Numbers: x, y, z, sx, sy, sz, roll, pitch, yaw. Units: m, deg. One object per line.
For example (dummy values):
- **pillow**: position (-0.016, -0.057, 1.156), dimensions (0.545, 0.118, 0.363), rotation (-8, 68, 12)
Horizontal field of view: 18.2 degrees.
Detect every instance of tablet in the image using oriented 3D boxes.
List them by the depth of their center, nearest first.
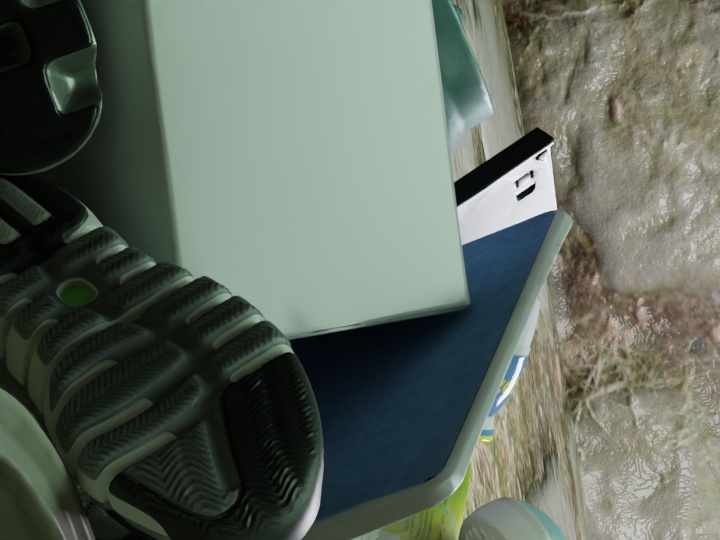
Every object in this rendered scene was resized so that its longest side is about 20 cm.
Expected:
- **tablet**: position (0.002, 0.044, 0.792), dimensions (0.014, 0.130, 0.200), rotation (59, 27, -17)

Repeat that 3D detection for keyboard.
- **keyboard**: position (0.000, 0.000, 0.949), dimensions (0.021, 0.200, 0.127), rotation (47, -17, 31)

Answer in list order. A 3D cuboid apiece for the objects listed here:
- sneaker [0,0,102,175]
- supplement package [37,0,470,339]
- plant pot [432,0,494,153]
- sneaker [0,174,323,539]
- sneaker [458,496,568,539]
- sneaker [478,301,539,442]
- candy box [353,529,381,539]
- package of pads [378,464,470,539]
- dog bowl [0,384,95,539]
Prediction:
- **sneaker**: position (-0.138, -0.129, 0.733), dimensions (0.089, 0.074, 0.201), rotation (-151, -133, -79)
- **supplement package**: position (-0.053, -0.075, 0.805), dimensions (0.120, 0.121, 0.201), rotation (-3, -86, 56)
- **plant pot**: position (-0.023, -0.097, 0.986), dimensions (0.200, 0.134, 0.201), rotation (-22, 90, -87)
- **sneaker**: position (-0.067, 0.056, 0.709), dimensions (0.200, 0.075, 0.116), rotation (41, -28, 44)
- **sneaker**: position (0.106, 0.150, 0.997), dimensions (0.074, 0.082, 0.200), rotation (33, -20, 42)
- **sneaker**: position (0.004, -0.002, 1.084), dimensions (0.082, 0.200, 0.074), rotation (-59, 158, 15)
- **candy box**: position (-0.037, 0.176, 0.862), dimensions (0.102, 0.026, 0.200), rotation (20, 88, -81)
- **package of pads**: position (-0.003, 0.156, 1.028), dimensions (0.200, 0.068, 0.155), rotation (-73, -179, -69)
- **dog bowl**: position (-0.118, 0.129, 0.567), dimensions (0.200, 0.074, 0.201), rotation (-9, 90, -81)
